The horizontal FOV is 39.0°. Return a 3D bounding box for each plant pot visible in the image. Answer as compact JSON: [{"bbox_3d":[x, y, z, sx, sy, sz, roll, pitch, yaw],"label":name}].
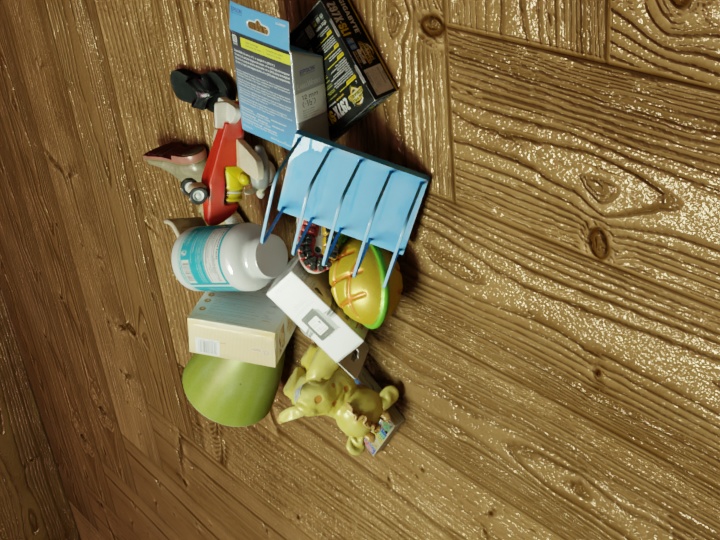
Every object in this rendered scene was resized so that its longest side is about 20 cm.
[{"bbox_3d":[-0.222,0.164,1.943,0.187,0.187,0.200,49,133,21],"label":"plant pot"}]

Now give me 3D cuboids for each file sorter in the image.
[{"bbox_3d":[-0.026,-0.080,1.429,0.199,0.123,0.139,20,129,2],"label":"file sorter"}]

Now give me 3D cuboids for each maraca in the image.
[{"bbox_3d":[0.000,0.000,1.571,0.200,0.107,0.137,62,144,41],"label":"maraca"}]

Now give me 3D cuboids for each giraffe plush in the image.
[{"bbox_3d":[-0.028,0.209,1.703,0.162,0.200,0.173,32,117,-9],"label":"giraffe plush"}]

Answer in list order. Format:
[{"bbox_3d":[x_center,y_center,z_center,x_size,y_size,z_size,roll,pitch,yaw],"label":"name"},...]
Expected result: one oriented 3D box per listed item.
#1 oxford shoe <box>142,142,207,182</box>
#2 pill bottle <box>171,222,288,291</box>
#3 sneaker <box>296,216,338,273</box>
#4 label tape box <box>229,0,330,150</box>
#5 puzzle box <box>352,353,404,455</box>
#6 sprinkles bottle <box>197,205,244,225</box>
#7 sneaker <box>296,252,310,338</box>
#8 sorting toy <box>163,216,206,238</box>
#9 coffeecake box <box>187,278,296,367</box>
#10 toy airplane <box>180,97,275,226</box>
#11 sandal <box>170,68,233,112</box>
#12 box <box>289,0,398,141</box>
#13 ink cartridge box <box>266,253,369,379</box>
[{"bbox_3d":[-0.356,-0.201,1.961,0.200,0.070,0.075,16,131,51],"label":"oxford shoe"},{"bbox_3d":[-0.209,-0.021,1.657,0.200,0.111,0.111,-1,113,43],"label":"pill bottle"},{"bbox_3d":[-0.069,-0.092,1.567,0.082,0.078,0.201,138,140,-76],"label":"sneaker"},{"bbox_3d":[-0.118,-0.285,1.471,0.143,0.066,0.201,29,133,40],"label":"label tape box"},{"bbox_3d":[-0.009,0.222,1.818,0.200,0.025,0.133,51,147,17],"label":"puzzle box"},{"bbox_3d":[-0.227,-0.046,1.891,0.200,0.068,0.068,59,148,7],"label":"sprinkles bottle"},{"bbox_3d":[-0.065,0.050,1.731,0.080,0.070,0.201,18,136,23],"label":"sneaker"},{"bbox_3d":[-0.275,-0.021,1.918,0.036,0.185,0.200,-33,86,14],"label":"sorting toy"},{"bbox_3d":[-0.189,0.068,1.746,0.153,0.200,0.073,9,123,10],"label":"coffeecake box"},{"bbox_3d":[-0.204,-0.192,1.713,0.199,0.141,0.201,-40,43,47],"label":"toy airplane"},{"bbox_3d":[-0.289,-0.313,1.799,0.200,0.048,0.076,18,127,49],"label":"sandal"},{"bbox_3d":[-0.047,-0.283,1.475,0.160,0.049,0.200,60,148,0],"label":"box"},{"bbox_3d":[-0.045,0.064,1.627,0.200,0.116,0.067,44,116,-9],"label":"ink cartridge box"}]
